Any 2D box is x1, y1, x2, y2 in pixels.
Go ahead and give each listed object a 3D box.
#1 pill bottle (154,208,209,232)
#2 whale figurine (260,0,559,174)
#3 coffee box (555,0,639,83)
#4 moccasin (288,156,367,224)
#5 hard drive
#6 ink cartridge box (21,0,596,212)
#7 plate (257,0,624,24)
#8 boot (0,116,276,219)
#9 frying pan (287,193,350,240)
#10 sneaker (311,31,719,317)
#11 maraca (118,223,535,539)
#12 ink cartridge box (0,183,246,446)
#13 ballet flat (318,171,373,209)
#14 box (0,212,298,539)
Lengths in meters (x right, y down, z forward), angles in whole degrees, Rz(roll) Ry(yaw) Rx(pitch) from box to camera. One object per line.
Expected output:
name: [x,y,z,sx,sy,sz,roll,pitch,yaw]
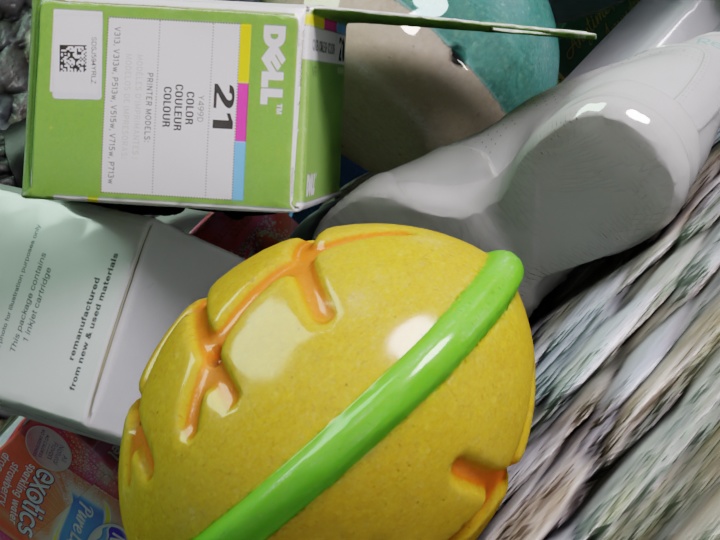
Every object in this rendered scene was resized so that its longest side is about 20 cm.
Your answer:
pill bottle: [-0.116,0.046,1.504,0.112,0.112,0.200,-49,7,-30]
whale figurine: [0.016,-0.101,1.209,0.104,0.159,0.200,-49,15,-11]
coffee box: [0.080,-0.099,1.457,0.123,0.044,0.200,-49,7,-24]
moccasin: [-0.007,-0.060,1.434,0.068,0.080,0.201,11,78,57]
hard drive: [0.153,-0.123,1.211,0.200,0.027,0.132,-46,6,-10]
ink cartridge box: [-0.014,-0.060,1.027,0.148,0.199,0.076,-34,-52,-84]
plate: [0.048,-0.148,1.271,0.199,0.026,0.200,-5,-13,-1]
boot: [-0.130,-0.060,1.234,0.157,0.080,0.211,-6,-20,9]
frying pan: [0.033,-0.026,1.101,0.115,0.031,0.190,-7,-16,-26]
sneaker: [0.066,-0.032,1.018,0.200,0.075,0.089,-23,20,48]
maraca: [-0.023,0.057,0.823,0.200,0.107,0.137,-40,1,43]
ink cartridge box: [-0.124,0.019,1.112,0.200,0.146,0.084,13,83,38]
ballet flat: [0.000,0.000,1.247,0.069,0.069,0.200,-42,7,29]
box: [-0.090,0.061,1.305,0.103,0.095,0.200,-40,8,42]
